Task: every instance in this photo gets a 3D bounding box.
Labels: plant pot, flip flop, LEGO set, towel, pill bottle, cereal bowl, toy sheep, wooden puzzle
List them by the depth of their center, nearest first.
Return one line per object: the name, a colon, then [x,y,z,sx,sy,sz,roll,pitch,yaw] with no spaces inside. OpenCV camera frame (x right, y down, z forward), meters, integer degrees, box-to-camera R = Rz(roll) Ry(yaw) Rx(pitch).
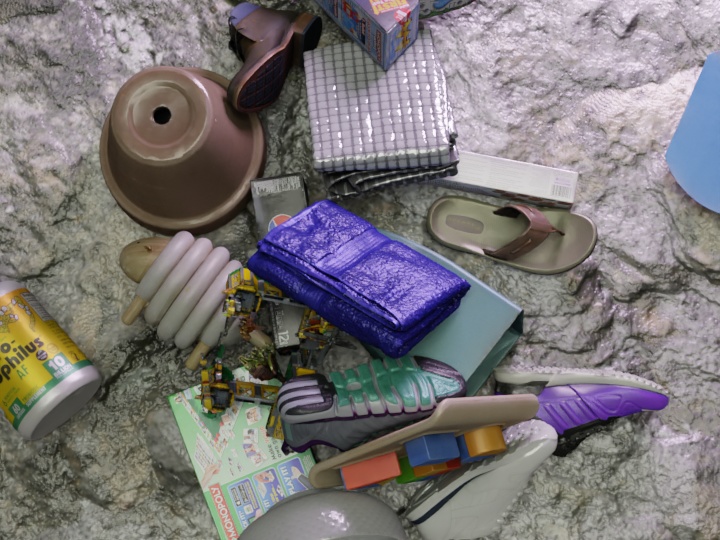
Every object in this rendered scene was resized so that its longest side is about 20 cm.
towel: [0.000,0.000,1.440,0.199,0.050,0.148,31,45,21]
wooden puzzle: [0.072,0.191,1.448,0.200,0.185,0.047,-32,68,34]
LEGO set: [-0.097,0.104,1.472,0.153,0.116,0.201,17,118,-16]
cereal bowl: [-0.051,0.293,1.477,0.199,0.200,0.084,-19,59,-2]
plant pot: [0.061,0.053,1.540,0.200,0.141,0.142,37,83,14]
toy sheep: [-0.186,0.032,1.556,0.200,0.138,0.138,35,83,-7]
pill bottle: [-0.398,0.084,1.558,0.113,0.113,0.200,-42,81,-5]
plant pot: [-0.214,-0.152,1.562,0.199,0.175,0.201,0,81,3]
towel: [0.022,-0.176,1.579,0.165,0.086,0.201,-8,54,-1]
flip flop: [0.175,-0.047,1.589,0.199,0.058,0.082,13,81,4]

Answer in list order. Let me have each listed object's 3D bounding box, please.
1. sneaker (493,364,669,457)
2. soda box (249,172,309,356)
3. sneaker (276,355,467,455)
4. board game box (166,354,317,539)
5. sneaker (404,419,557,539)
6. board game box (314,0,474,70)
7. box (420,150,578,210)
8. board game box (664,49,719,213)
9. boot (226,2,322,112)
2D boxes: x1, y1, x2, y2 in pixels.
sneaker: [0.246,0.162,1.551,0.199,0.070,0.100,4,90,3]
soda box: [-0.080,-0.007,1.584,0.063,0.071,0.201,-9,80,1]
sneaker: [0.011,0.145,1.433,0.199,0.088,0.075,-5,41,-9]
board game box: [-0.124,0.212,1.569,0.134,0.029,0.201,-22,80,-2]
sneaker: [0.145,0.240,1.518,0.200,0.076,0.081,-37,94,22]
board game box: [0.040,-0.331,1.603,0.199,0.062,0.200,-17,55,-13]
box: [0.155,-0.110,1.610,0.199,0.039,0.042,10,79,3]
board game box: [0.450,-0.159,1.612,0.157,0.039,0.201,24,87,1]
boot: [-0.129,-0.251,1.598,0.097,0.075,0.200,21,40,14]
